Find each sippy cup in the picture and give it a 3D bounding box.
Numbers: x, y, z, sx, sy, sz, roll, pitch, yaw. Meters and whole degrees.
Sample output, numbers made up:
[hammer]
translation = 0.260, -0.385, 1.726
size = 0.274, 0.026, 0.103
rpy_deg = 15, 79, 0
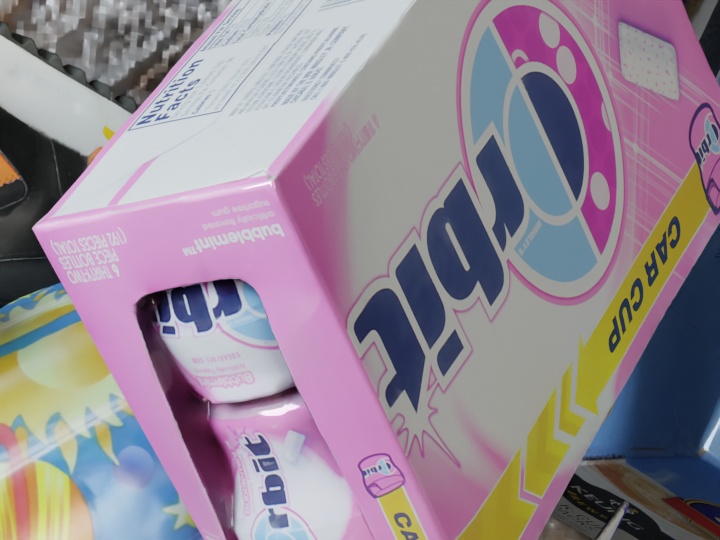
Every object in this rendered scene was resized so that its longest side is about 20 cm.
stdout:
[sippy cup]
translation = -0.090, 0.072, 0.701
size = 0.130, 0.178, 0.140
rpy_deg = -33, 72, -10

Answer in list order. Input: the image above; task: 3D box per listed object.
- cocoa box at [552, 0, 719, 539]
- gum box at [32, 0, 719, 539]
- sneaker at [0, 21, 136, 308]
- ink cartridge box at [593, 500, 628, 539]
[cocoa box]
translation = 0.148, -0.003, 0.839
size = 0.133, 0.131, 0.201
rpy_deg = 32, 74, -21
[gum box]
translation = 0.014, -0.015, 0.683
size = 0.114, 0.066, 0.200
rpy_deg = 64, 37, -23
[sneaker]
translation = -0.128, -0.025, 0.740
size = 0.200, 0.070, 0.090
rpy_deg = 28, 72, -24
[ink cartridge box]
translation = -0.023, 0.164, 0.698
size = 0.047, 0.198, 0.200
rpy_deg = 29, 37, 9
